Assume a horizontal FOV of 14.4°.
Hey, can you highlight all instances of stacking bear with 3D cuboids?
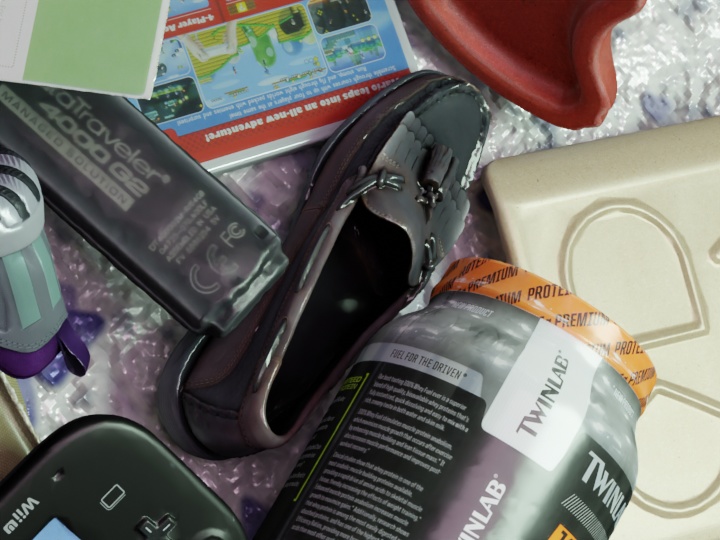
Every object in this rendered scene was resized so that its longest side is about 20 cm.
[{"bbox_3d":[0.108,-0.180,1.228,0.113,0.122,0.200,29,56,11],"label":"stacking bear"}]

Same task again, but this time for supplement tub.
[{"bbox_3d":[0.028,0.103,1.106,0.122,0.122,0.201,34,74,-13],"label":"supplement tub"}]

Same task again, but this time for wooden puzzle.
[{"bbox_3d":[0.152,0.035,1.233,0.184,0.046,0.201,-12,78,-26],"label":"wooden puzzle"}]

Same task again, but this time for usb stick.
[{"bbox_3d":[-0.115,-0.054,1.116,0.200,0.033,0.055,41,70,5],"label":"usb stick"}]

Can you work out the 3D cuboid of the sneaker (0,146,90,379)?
[{"bbox_3d":[-0.193,0.014,1.009,0.074,0.199,0.088,-55,134,-50],"label":"sneaker"}]

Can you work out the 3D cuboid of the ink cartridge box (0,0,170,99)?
[{"bbox_3d":[-0.163,-0.136,1.088,0.199,0.048,0.146,9,73,3],"label":"ink cartridge box"}]

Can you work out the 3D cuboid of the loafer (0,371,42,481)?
[{"bbox_3d":[-0.158,0.025,1.078,0.067,0.076,0.200,-37,94,-20],"label":"loafer"}]

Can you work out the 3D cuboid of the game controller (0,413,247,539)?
[{"bbox_3d":[-0.133,0.143,1.037,0.200,0.042,0.104,-46,132,-4],"label":"game controller"}]

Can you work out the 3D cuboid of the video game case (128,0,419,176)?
[{"bbox_3d":[-0.066,-0.143,1.190,0.142,0.017,0.201,-18,85,-26],"label":"video game case"}]

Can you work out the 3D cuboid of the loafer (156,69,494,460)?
[{"bbox_3d":[0.000,0.000,1.153,0.200,0.063,0.072,-52,121,-22],"label":"loafer"}]
